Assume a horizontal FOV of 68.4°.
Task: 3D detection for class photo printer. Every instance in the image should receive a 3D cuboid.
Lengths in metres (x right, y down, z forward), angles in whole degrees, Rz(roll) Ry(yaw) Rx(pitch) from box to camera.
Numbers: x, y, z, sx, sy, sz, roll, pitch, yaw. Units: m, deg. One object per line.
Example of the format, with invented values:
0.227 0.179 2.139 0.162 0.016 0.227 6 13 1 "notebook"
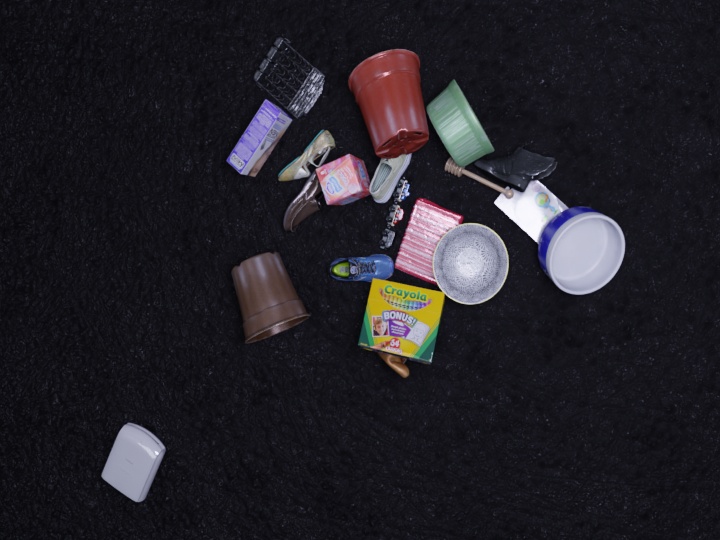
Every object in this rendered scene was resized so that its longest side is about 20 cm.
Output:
-0.712 0.598 1.675 0.163 0.069 0.205 29 99 8 "photo printer"

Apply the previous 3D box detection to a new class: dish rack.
-0.197 -0.539 1.493 0.199 0.054 0.155 41 102 5 "dish rack"

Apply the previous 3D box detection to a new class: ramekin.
0.249 -0.364 1.341 0.096 0.199 0.205 -30 88 19 "ramekin"

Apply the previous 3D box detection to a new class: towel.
0.187 -0.080 1.459 0.140 0.022 0.207 21 100 8 "towel"

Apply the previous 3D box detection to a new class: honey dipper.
0.314 -0.241 1.395 0.196 0.038 0.039 30 100 19 "honey dipper"

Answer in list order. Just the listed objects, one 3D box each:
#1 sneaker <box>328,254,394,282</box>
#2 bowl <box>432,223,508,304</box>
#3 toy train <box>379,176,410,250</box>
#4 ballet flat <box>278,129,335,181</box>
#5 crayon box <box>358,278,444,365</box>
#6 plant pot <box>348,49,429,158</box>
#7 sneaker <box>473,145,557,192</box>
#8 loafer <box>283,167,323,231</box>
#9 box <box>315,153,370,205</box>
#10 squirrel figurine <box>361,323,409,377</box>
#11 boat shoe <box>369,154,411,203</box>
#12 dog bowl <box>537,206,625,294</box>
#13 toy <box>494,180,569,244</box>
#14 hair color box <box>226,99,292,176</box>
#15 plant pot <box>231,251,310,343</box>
0.000 0.000 1.470 0.191 0.089 0.082 -6 94 12 "sneaker"
0.290 -0.020 1.405 0.192 0.094 0.210 1 94 12 "bowl"
0.099 -0.156 1.466 0.044 0.034 0.208 17 97 8 "toy train"
-0.148 -0.306 1.492 0.199 0.071 0.071 -42 86 10 "ballet flat"
0.107 0.129 1.360 0.192 0.058 0.180 10 77 14 "crayon box"
0.082 -0.409 1.348 0.193 0.200 0.203 -16 79 12 "plant pot"
0.392 -0.273 1.358 0.198 0.059 0.106 36 96 37 "sneaker"
-0.148 -0.188 1.495 0.070 0.073 0.203 36 100 8 "loafer"
-0.038 -0.235 1.404 0.099 0.200 0.098 -20 92 13 "box"
0.106 0.148 1.438 0.198 0.141 0.189 37 94 4 "squirrel figurine"
0.083 -0.282 1.428 0.070 0.062 0.207 20 86 25 "boat shoe"
0.546 -0.050 1.317 0.191 0.079 0.208 -3 113 -6 "dog bowl"
0.459 -0.153 1.383 0.200 0.047 0.116 44 100 12 "toy"
-0.282 -0.368 1.493 0.064 0.109 0.202 39 101 5 "hair color box"
-0.264 0.070 1.487 0.194 0.200 0.205 -24 83 12 "plant pot"
